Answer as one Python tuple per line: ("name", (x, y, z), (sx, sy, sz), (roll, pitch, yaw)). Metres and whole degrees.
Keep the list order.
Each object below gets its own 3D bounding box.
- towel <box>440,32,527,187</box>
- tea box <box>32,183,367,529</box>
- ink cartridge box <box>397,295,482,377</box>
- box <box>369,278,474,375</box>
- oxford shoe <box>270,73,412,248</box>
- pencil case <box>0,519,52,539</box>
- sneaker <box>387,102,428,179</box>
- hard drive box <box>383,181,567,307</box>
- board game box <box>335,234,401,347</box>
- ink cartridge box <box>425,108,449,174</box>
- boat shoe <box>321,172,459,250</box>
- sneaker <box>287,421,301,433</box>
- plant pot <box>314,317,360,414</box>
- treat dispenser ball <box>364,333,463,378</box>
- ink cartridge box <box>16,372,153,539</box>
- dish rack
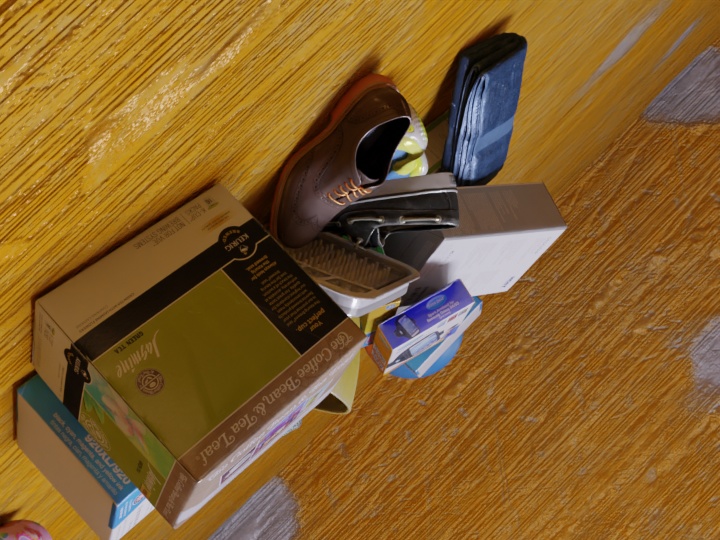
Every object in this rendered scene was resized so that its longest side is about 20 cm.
("towel", (0.153, -0.186, 1.230), (0.111, 0.048, 0.201), (-34, 144, -35))
("tea box", (-0.140, 0.071, 0.863), (0.200, 0.197, 0.134), (-37, 168, -33))
("ink cartridge box", (0.066, 0.040, 1.536), (0.146, 0.200, 0.147), (-45, 170, -3))
("box", (0.075, 0.072, 1.266), (0.119, 0.042, 0.200), (-30, 170, -10))
("oxford shoe", (-0.022, -0.092, 0.975), (0.071, 0.073, 0.200), (16, 119, -38))
("pencil case", (-0.422, 0.335, 1.108), (0.087, 0.087, 0.200), (-46, 171, 7))
("sneaker", (0.016, -0.129, 1.103), (0.105, 0.076, 0.200), (-24, 171, 0))
("hard drive box", (0.137, -0.033, 1.285), (0.199, 0.077, 0.156), (-6, 149, -33))
("board game box", (0.000, 0.000, 1.257), (0.040, 0.154, 0.200), (-17, 164, -8))
("ink cartridge box", (0.066, -0.119, 1.306), (0.200, 0.059, 0.104), (-41, 167, -26))
("boat shoe", (0.006, -0.055, 1.058), (0.199, 0.064, 0.071), (-9, 173, 17))
("sneaker", (-0.149, 0.193, 1.128), (0.199, 0.078, 0.091), (-27, 150, 7))
("plant pot", (-0.080, 0.064, 1.182), (0.200, 0.199, 0.143), (100, 11, -72))
("treat dispenser ball", (0.097, 0.104, 1.906), (0.201, 0.201, 0.201), (-43, 170, -10))
("ink cartridge box", (-0.210, 0.135, 0.981), (0.200, 0.145, 0.147), (-39, 168, -32))
("dish rack", (-0.040, 0.003, 1.054), (0.200, 0.171, 0.044), (-22, 131, -67))
